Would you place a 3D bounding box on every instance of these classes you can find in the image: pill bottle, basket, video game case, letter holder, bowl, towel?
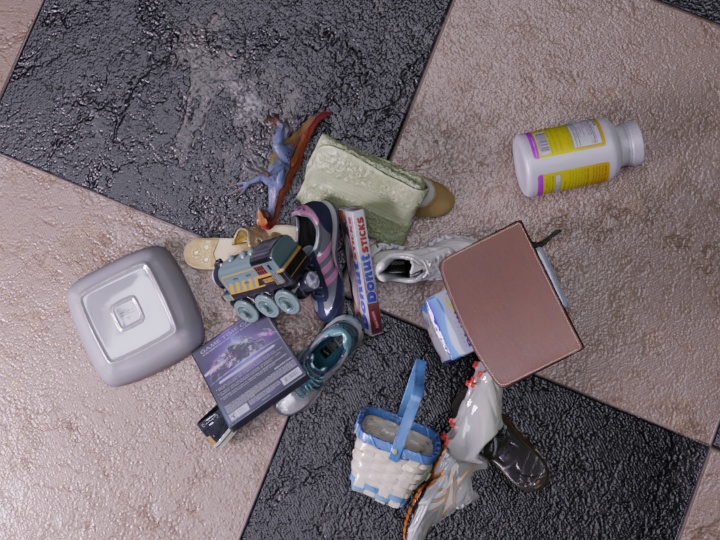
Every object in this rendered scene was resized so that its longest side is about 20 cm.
[{"bbox_3d":[0.355,-0.189,1.679,0.198,0.104,0.106,-11,83,-1],"label":"pill bottle"},{"bbox_3d":[0.062,0.249,1.605,0.138,0.176,0.202,16,103,4],"label":"basket"},{"bbox_3d":[-0.177,0.151,1.624,0.142,0.019,0.200,-34,39,-5],"label":"video game case"},{"bbox_3d":[0.207,0.054,1.474,0.141,0.101,0.202,-26,84,0],"label":"letter holder"},{"bbox_3d":[-0.371,0.072,1.678,0.198,0.075,0.201,-25,84,-3],"label":"bowl"},{"bbox_3d":[0.001,-0.125,1.671,0.198,0.149,0.037,24,40,1],"label":"towel"}]

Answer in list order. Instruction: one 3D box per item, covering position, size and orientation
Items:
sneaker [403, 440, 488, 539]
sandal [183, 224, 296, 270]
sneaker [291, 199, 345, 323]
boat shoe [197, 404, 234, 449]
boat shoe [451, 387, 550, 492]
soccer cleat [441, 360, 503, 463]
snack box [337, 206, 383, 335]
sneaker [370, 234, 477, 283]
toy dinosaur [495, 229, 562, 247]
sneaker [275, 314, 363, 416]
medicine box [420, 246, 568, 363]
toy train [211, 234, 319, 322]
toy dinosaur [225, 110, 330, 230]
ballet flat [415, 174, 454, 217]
[{"bbox_3d":[0.138,0.365,1.638,0.091,0.076,0.202,28,86,-1],"label":"sneaker"},{"bbox_3d":[-0.189,-0.035,1.688,0.209,0.070,0.079,-6,83,0],"label":"sandal"},{"bbox_3d":[-0.077,-0.011,1.661,0.070,0.082,0.203,-3,95,42],"label":"sneaker"},{"bbox_3d":[-0.190,0.194,1.661,0.062,0.075,0.201,38,91,-5],"label":"boat shoe"},{"bbox_3d":[0.226,0.274,1.646,0.076,0.074,0.200,-45,66,10],"label":"boat shoe"},{"bbox_3d":[0.195,0.204,1.592,0.077,0.069,0.202,22,101,-6],"label":"soccer cleat"},{"bbox_3d":[0.000,0.000,1.653,0.024,0.072,0.202,-12,100,-19],"label":"snack box"},{"bbox_3d":[0.109,-0.011,1.666,0.198,0.081,0.076,-8,103,-6],"label":"sneaker"},{"bbox_3d":[0.245,-0.040,1.660,0.087,0.199,0.048,-2,100,36],"label":"toy dinosaur"},{"bbox_3d":[-0.078,0.154,1.643,0.077,0.086,0.201,38,103,3],"label":"sneaker"},{"bbox_3d":[0.203,0.059,1.614,0.198,0.182,0.104,-25,83,-2],"label":"medicine box"},{"bbox_3d":[-0.152,0.012,1.628,0.114,0.199,0.085,55,48,-21],"label":"toy train"},{"bbox_3d":[-0.130,-0.163,1.687,0.198,0.105,0.184,-10,87,-3],"label":"toy dinosaur"},{"bbox_3d":[0.061,-0.137,1.698,0.198,0.063,0.069,15,81,2],"label":"ballet flat"}]
